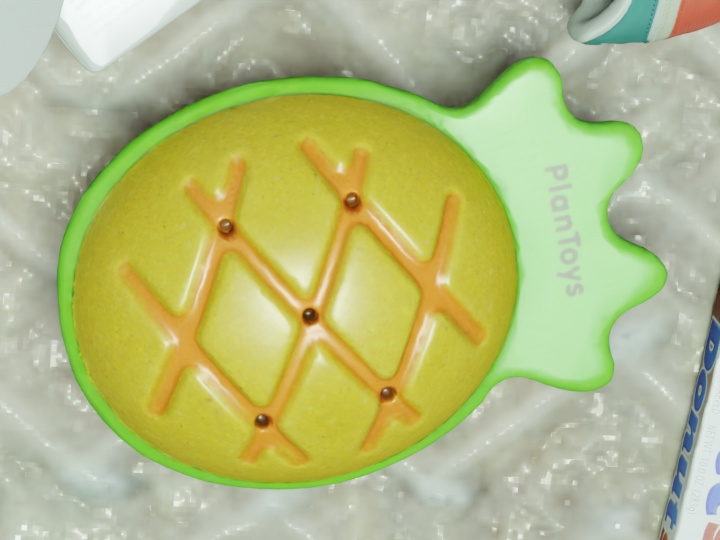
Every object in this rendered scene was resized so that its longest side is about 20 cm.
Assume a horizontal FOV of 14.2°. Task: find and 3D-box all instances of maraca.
[{"bbox_3d":[0.000,0.000,0.949,0.200,0.107,0.137,-12,106,-4],"label":"maraca"}]

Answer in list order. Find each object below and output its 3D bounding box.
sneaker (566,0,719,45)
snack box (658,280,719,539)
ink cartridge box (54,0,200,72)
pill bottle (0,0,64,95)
[{"bbox_3d":[0.079,-0.165,0.933,0.093,0.070,0.200,-21,109,-7],"label":"sneaker"},{"bbox_3d":[0.150,0.069,1.030,0.072,0.024,0.200,10,104,-8],"label":"snack box"},{"bbox_3d":[-0.099,-0.178,0.909,0.117,0.067,0.200,-35,107,4],"label":"ink cartridge box"},{"bbox_3d":[-0.192,-0.107,0.856,0.200,0.111,0.112,10,105,18],"label":"pill bottle"}]
